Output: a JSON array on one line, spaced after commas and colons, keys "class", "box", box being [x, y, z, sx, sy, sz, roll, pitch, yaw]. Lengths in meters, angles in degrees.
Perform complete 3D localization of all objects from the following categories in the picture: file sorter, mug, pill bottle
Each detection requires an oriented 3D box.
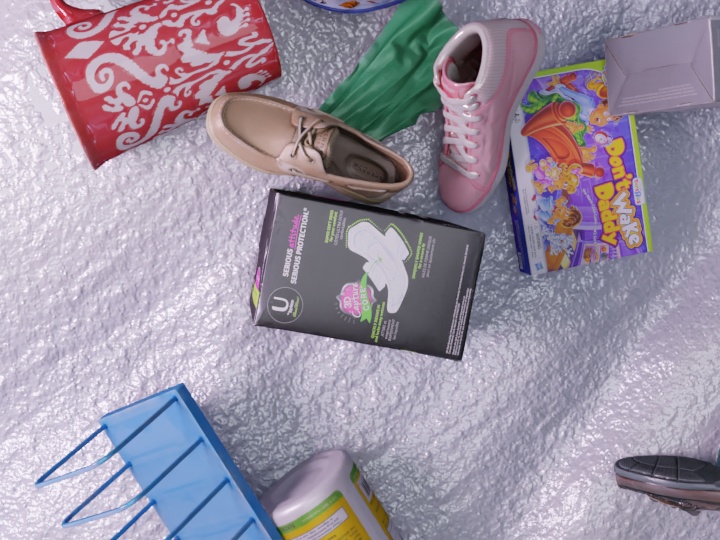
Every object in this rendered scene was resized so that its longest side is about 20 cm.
[{"class": "file sorter", "box": [-0.190, 0.236, 1.025, 0.138, 0.123, 0.201, -23, 102, 41]}, {"class": "mug", "box": [-0.189, -0.211, 1.001, 0.198, 0.134, 0.179, -23, 120, -9]}, {"class": "pill bottle", "box": [-0.009, 0.292, 1.091, 0.110, 0.111, 0.201, -32, 99, -3]}]

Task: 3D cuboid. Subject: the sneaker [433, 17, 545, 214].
[{"class": "sneaker", "box": [0.100, -0.148, 1.044, 0.104, 0.075, 0.202, -7, 125, -47]}]

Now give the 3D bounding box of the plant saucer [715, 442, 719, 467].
[{"class": "plant saucer", "box": [0.473, 0.211, 1.187, 0.198, 0.039, 0.204, -1, 96, -7]}]

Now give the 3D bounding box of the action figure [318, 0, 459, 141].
[{"class": "action figure", "box": [0.020, -0.173, 1.076, 0.200, 0.055, 0.118, -44, 102, -5]}]

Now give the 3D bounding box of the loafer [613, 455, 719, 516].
[{"class": "loafer", "box": [0.363, 0.236, 1.129, 0.198, 0.072, 0.064, 1, 102, 22]}]

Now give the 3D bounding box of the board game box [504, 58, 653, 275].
[{"class": "board game box", "box": [0.217, -0.108, 1.115, 0.133, 0.045, 0.203, -11, 97, -7]}]

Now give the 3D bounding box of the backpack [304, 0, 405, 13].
[{"class": "backpack", "box": [-0.007, -0.339, 1.007, 0.197, 0.154, 0.193, -6, 86, 0]}]

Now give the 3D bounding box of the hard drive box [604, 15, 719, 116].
[{"class": "hard drive box", "box": [0.362, -0.198, 1.047, 0.198, 0.155, 0.078, -7, 96, -24]}]

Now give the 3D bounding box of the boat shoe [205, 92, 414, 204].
[{"class": "boat shoe", "box": [-0.043, -0.119, 1.002, 0.198, 0.064, 0.072, 17, 79, -21]}]

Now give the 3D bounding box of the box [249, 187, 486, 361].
[{"class": "box", "box": [0.000, 0.000, 1.043, 0.197, 0.149, 0.126, 11, 94, -9]}]
